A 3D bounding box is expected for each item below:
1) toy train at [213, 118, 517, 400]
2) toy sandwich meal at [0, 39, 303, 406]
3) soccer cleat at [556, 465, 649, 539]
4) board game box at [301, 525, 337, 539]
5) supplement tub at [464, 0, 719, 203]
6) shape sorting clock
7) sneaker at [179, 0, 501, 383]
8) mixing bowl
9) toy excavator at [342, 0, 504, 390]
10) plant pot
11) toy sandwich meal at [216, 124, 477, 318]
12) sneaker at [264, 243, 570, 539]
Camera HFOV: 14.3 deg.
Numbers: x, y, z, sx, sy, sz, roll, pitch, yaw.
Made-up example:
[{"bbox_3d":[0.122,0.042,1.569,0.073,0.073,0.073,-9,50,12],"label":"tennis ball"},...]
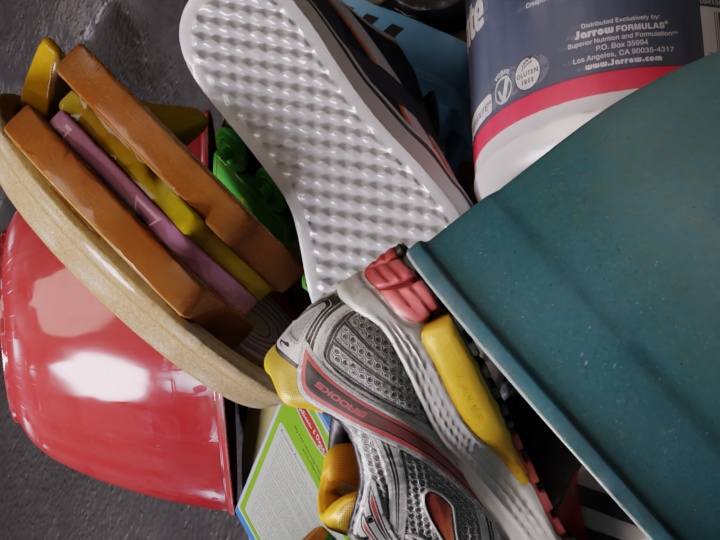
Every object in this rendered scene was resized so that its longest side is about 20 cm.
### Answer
[{"bbox_3d":[0.000,0.000,1.288,0.200,0.042,0.056,46,149,28],"label":"toy train"},{"bbox_3d":[-0.077,-0.025,1.209,0.070,0.205,0.205,-46,39,8],"label":"toy sandwich meal"},{"bbox_3d":[0.140,0.132,1.102,0.085,0.069,0.200,-51,40,23],"label":"soccer cleat"},{"bbox_3d":[0.034,0.192,1.107,0.030,0.200,0.096,-44,-6,-34],"label":"board game box"},{"bbox_3d":[0.111,-0.113,1.159,0.140,0.140,0.201,-30,55,49],"label":"supplement tub"},{"bbox_3d":[0.002,0.125,1.303,0.200,0.039,0.201,38,135,50],"label":"shape sorting clock"},{"bbox_3d":[0.003,-0.038,1.160,0.078,0.079,0.200,-26,97,18],"label":"sneaker"},{"bbox_3d":[-0.119,0.024,1.413,0.200,0.108,0.201,177,90,-90],"label":"mixing bowl"},{"bbox_3d":[0.006,-0.048,1.240,0.194,0.100,0.200,25,76,20],"label":"toy excavator"},{"bbox_3d":[0.150,0.005,1.001,0.188,0.200,0.200,-43,39,3],"label":"plant pot"},{"bbox_3d":[0.003,-0.034,1.363,0.205,0.070,0.206,-25,59,51],"label":"toy sandwich meal"},{"bbox_3d":[0.026,0.086,1.111,0.082,0.200,0.078,-29,25,-2],"label":"sneaker"}]
